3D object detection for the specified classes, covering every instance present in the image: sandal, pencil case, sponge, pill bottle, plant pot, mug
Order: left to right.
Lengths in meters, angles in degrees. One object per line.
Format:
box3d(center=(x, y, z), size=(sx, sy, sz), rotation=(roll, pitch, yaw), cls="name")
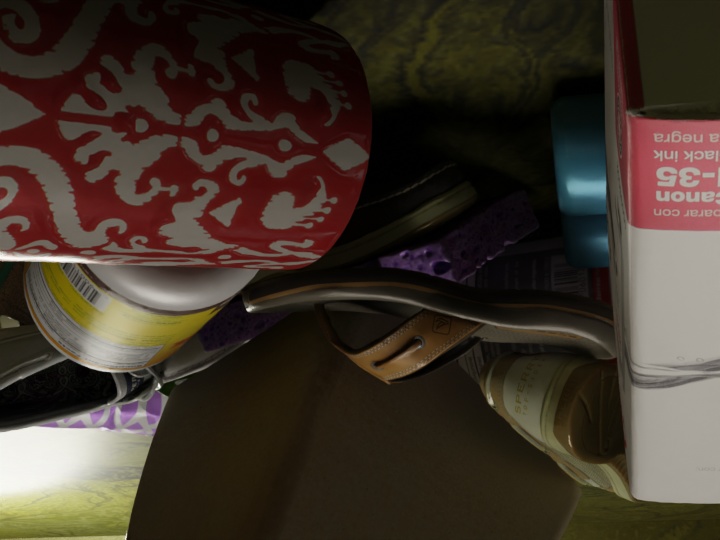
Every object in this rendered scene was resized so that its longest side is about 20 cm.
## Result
box3d(center=(-0.114, -0.076, 0.510), size=(0.199, 0.178, 0.134), rotation=(6, 122, -35), cls="mug")
box3d(center=(-0.227, 0.106, 1.084), size=(0.198, 0.084, 0.086), rotation=(9, 116, -23), cls="pencil case")
box3d(center=(-0.124, -0.008, 0.687), size=(0.108, 0.110, 0.200), rotation=(6, 162, -21), cls="pill bottle")
box3d(center=(-0.023, 0.161, 0.715), size=(0.200, 0.178, 0.199), rotation=(44, 131, -16), cls="plant pot")
box3d(center=(0.000, 0.000, 0.773), size=(0.199, 0.030, 0.111), rotation=(-16, -170, 37), cls="sponge")
box3d(center=(0.036, 0.033, 0.631), size=(0.198, 0.055, 0.082), rotation=(9, 173, 2), cls="sandal")
box3d(center=(0.092, 0.035, 0.833), size=(0.198, 0.117, 0.116), rotation=(-8, 162, 22), cls="pill bottle")

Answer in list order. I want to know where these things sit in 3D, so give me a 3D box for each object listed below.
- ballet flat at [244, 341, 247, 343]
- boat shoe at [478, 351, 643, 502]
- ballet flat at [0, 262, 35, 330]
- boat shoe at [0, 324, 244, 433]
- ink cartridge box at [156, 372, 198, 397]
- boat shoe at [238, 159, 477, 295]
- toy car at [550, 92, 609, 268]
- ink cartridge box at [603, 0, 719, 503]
box3d(center=(-0.149, 0.025, 0.887), size=(0.198, 0.070, 0.069), rotation=(-7, 162, 21), cls="ballet flat")
box3d(center=(0.133, 0.087, 0.725), size=(0.063, 0.074, 0.200), rotation=(17, 175, 32), cls="boat shoe")
box3d(center=(-0.239, 0.061, 0.870), size=(0.067, 0.068, 0.201), rotation=(14, 141, 10), cls="ballet flat")
box3d(center=(-0.159, 0.058, 0.800), size=(0.198, 0.069, 0.073), rotation=(-7, 121, -22), cls="boat shoe")
box3d(center=(-0.066, 0.085, 0.996), size=(0.199, 0.076, 0.147), rotation=(21, -174, 30), cls="ink cartridge box")
box3d(center=(-0.023, -0.033, 0.686), size=(0.071, 0.067, 0.200), rotation=(-26, -174, -41), cls="boat shoe")
box3d(center=(0.198, 0.016, 0.637), size=(0.182, 0.202, 0.177), rotation=(-5, 162, 10), cls="toy car")
box3d(center=(0.135, -0.028, 0.463), size=(0.082, 0.147, 0.201), rotation=(-3, 136, 9), cls="ink cartridge box")
